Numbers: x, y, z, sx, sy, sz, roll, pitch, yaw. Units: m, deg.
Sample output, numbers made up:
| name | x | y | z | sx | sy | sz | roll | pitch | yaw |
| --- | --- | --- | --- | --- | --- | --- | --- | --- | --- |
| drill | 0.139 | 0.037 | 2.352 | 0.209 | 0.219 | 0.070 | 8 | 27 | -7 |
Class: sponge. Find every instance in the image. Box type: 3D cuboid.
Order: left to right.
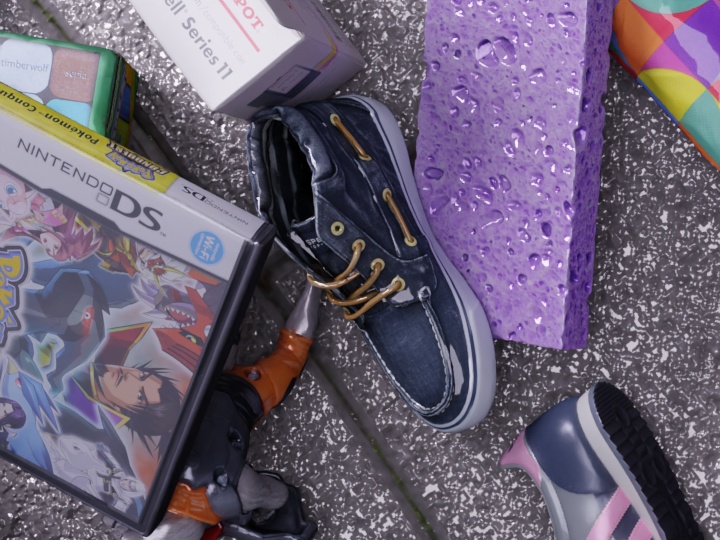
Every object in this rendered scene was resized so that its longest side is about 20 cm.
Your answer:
| name | x | y | z | sx | sy | sz | roll | pitch | yaw |
| --- | --- | --- | --- | --- | --- | --- | --- | --- | --- |
| sponge | 0.080 | -0.061 | 1.515 | 0.111 | 0.030 | 0.201 | 11 | 100 | 38 |

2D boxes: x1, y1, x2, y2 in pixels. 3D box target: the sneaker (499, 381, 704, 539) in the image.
| name | x | y | z | sx | sy | sz | roll | pitch | yaw |
| --- | --- | --- | --- | --- | --- | --- | --- | --- | --- |
| sneaker | 0.147 | 0.166 | 1.520 | 0.082 | 0.070 | 0.201 | -28 | 80 | 27 |

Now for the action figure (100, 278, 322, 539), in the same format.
| name | x | y | z | sx | sy | sz | roll | pitch | yaw |
| --- | --- | --- | --- | --- | --- | --- | --- | --- | --- |
| action figure | -0.111 | 0.074 | 1.535 | 0.199 | 0.105 | 0.194 | 11 | 64 | 0 |

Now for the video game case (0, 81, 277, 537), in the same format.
| name | x | y | z | sx | sy | sz | roll | pitch | yaw |
| --- | --- | --- | --- | --- | --- | --- | --- | --- | --- |
| video game case | -0.155 | 0.019 | 1.428 | 0.180 | 0.026 | 0.201 | 27 | 122 | 7 |

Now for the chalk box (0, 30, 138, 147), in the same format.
| name | x | y | z | sx | sy | sz | roll | pitch | yaw |
| --- | --- | --- | --- | --- | --- | --- | --- | --- | --- |
| chalk box | -0.196 | -0.067 | 1.514 | 0.124 | 0.200 | 0.125 | 10 | 91 | 0 |

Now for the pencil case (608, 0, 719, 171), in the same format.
| name | x | y | z | sx | sy | sz | roll | pitch | yaw |
| --- | --- | --- | --- | --- | --- | --- | --- | --- | --- |
| pencil case | 0.206 | -0.103 | 1.500 | 0.088 | 0.088 | 0.200 | -41 | 82 | 8 |

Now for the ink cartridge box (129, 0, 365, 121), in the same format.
| name | x | y | z | sx | sy | sz | roll | pitch | yaw |
| --- | --- | --- | --- | --- | --- | --- | --- | --- | --- |
| ink cartridge box | -0.074 | -0.145 | 1.500 | 0.067 | 0.200 | 0.117 | -38 | 81 | 8 |

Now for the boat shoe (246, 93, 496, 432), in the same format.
| name | x | y | z | sx | sy | sz | roll | pitch | yaw |
| --- | --- | --- | --- | --- | --- | --- | --- | --- | --- |
| boat shoe | 0.000 | 0.000 | 1.508 | 0.071 | 0.091 | 0.201 | -31 | 76 | 36 |
